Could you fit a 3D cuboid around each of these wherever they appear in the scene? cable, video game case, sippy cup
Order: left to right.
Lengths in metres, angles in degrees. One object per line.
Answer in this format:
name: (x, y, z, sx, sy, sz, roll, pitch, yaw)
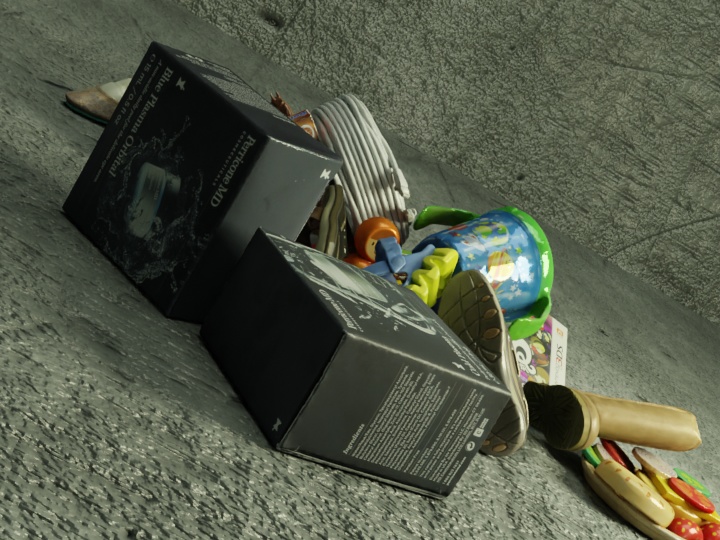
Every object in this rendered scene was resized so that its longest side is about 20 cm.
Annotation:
cable: (-0.001, -0.113, 1.650, 0.200, 0.069, 0.201, 85, -18, -69)
sippy cup: (0.131, 0.001, 1.565, 0.130, 0.141, 0.177, -10, 13, -39)
video game case: (0.171, 0.078, 1.667, 0.200, 0.036, 0.182, 37, 33, -15)

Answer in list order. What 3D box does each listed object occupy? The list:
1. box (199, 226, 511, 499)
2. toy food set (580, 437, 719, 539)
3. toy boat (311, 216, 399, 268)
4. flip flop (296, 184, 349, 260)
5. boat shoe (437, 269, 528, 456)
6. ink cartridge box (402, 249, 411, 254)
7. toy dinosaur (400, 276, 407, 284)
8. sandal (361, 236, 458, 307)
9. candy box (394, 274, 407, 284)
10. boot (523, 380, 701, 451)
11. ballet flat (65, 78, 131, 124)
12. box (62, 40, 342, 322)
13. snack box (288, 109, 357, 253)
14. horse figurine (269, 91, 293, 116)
box: (-0.008, 0.082, 1.210, 0.196, 0.124, 0.200, 21, 16, -36)
toy food set: (0.334, 0.254, 1.545, 0.199, 0.049, 0.198, 28, 12, -14)
toy boat: (0.000, 0.000, 1.534, 0.200, 0.131, 0.130, 38, 14, 29)
flip flop: (-0.045, -0.032, 1.417, 0.057, 0.082, 0.200, -2, 25, 6)
boat shoe: (0.132, 0.100, 1.447, 0.073, 0.074, 0.201, 25, 54, -69)
ink cartridge box: (0.004, -0.074, 1.869, 0.199, 0.076, 0.148, 19, 8, 18)
toy dinosaur: (0.099, 0.056, 1.697, 0.102, 0.077, 0.200, 0, 27, -43)
sandal: (0.018, 0.033, 1.417, 0.087, 0.080, 0.200, 30, 49, 17)
candy box: (0.010, -0.001, 1.822, 0.102, 0.027, 0.200, 32, 11, 19)
boot: (0.299, 0.172, 1.540, 0.199, 0.067, 0.175, 12, 8, -16)
ballet flat: (-0.299, -0.217, 1.817, 0.199, 0.067, 0.068, 21, 15, -40)
box: (-0.157, -0.083, 1.314, 0.200, 0.197, 0.117, 40, 15, 34)
snack box: (-0.064, -0.090, 1.615, 0.024, 0.072, 0.201, -120, -171, -57)
horse figurine: (-0.087, -0.116, 1.756, 0.050, 0.133, 0.201, -1, 48, -27)
